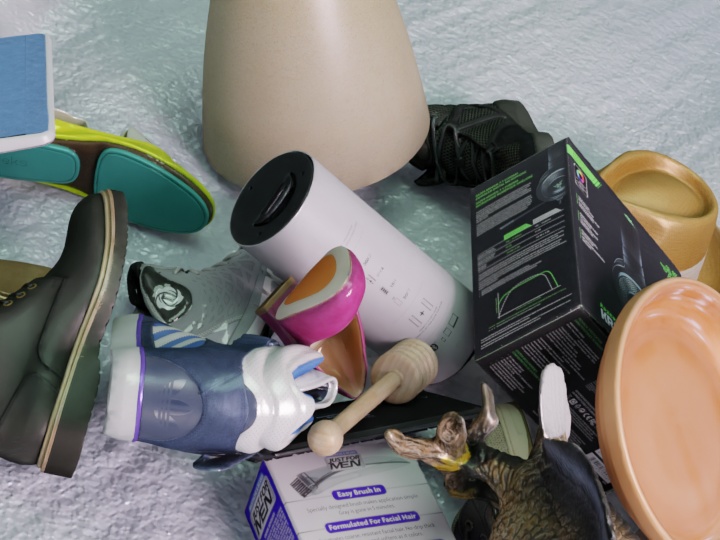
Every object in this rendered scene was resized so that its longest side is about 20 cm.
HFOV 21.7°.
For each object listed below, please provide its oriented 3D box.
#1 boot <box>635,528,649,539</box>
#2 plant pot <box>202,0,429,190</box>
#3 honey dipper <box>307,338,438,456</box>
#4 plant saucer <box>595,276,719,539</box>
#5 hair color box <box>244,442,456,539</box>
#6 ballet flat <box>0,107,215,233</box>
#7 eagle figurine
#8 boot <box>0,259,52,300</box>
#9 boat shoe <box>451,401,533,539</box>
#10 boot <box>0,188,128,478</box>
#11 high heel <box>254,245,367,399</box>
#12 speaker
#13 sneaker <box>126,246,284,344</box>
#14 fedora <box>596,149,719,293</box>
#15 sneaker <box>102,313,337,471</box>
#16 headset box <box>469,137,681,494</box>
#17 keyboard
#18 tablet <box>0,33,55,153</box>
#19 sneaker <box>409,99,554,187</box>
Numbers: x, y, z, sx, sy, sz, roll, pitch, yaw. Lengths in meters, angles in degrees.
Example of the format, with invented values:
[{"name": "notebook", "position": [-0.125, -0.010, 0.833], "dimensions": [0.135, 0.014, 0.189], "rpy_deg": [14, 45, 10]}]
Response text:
[{"name": "boot", "position": [0.242, 0.232, 1.289], "dimensions": [0.146, 0.070, 0.200], "rpy_deg": [34, 40, 22]}, {"name": "plant pot", "position": [-0.044, -0.192, 1.467], "dimensions": [0.186, 0.201, 0.188], "rpy_deg": [-4, 40, 3]}, {"name": "honey dipper", "position": [0.008, 0.085, 1.244], "dimensions": [0.038, 0.038, 0.200], "rpy_deg": [31, 18, 10]}, {"name": "plant saucer", "position": [0.220, 0.106, 1.276], "dimensions": [0.200, 0.037, 0.201], "rpy_deg": [17, 66, -44]}, {"name": "hair color box", "position": [0.012, 0.207, 1.207], "dimensions": [0.109, 0.065, 0.200], "rpy_deg": [-4, 48, -27]}, {"name": "ballet flat", "position": [-0.202, -0.087, 1.431], "dimensions": [0.199, 0.067, 0.067], "rpy_deg": [16, 39, -4]}, {"name": "eagle figurine", "position": [0.121, 0.169, 1.152], "dimensions": [0.200, 0.151, 0.151], "rpy_deg": [36, 37, 31]}, {"name": "boot", "position": [-0.309, 0.033, 1.253], "dimensions": [0.199, 0.066, 0.176], "rpy_deg": [16, 41, -9]}, {"name": "boat shoe", "position": [0.094, 0.175, 1.281], "dimensions": [0.066, 0.072, 0.201], "rpy_deg": [-7, 44, -1]}, {"name": "boot", "position": [-0.232, 0.024, 1.223], "dimensions": [0.138, 0.078, 0.201], "rpy_deg": [14, 58, -11]}, {"name": "high heel", "position": [-0.011, 0.044, 1.227], "dimensions": [0.096, 0.200, 0.067], "rpy_deg": [44, 70, -6]}, {"name": "speaker", "position": [0.000, 0.000, 1.340], "dimensions": [0.200, 0.081, 0.081], "rpy_deg": [38, 29, -35]}, {"name": "sneaker", "position": [-0.107, 0.003, 1.371], "dimensions": [0.115, 0.075, 0.200], "rpy_deg": [19, 39, 3]}, {"name": "fedora", "position": [0.231, -0.042, 1.559], "dimensions": [0.200, 0.082, 0.201], "rpy_deg": [12, 41, -11]}, {"name": "sneaker", "position": [-0.090, 0.077, 1.214], "dimensions": [0.146, 0.081, 0.200], "rpy_deg": [5, 3, -7]}, {"name": "headset box", "position": [0.165, 0.028, 1.386], "dimensions": [0.174, 0.093, 0.200], "rpy_deg": [46, 29, -31]}, {"name": "keyboard", "position": [-0.024, 0.104, 1.288], "dimensions": [0.199, 0.021, 0.127], "rpy_deg": [-6, 11, -39]}, {"name": "tablet", "position": [-0.296, -0.131, 1.414], "dimensions": [0.130, 0.014, 0.200], "rpy_deg": [-8, 29, -6]}, {"name": "sneaker", "position": [0.097, -0.087, 1.530], "dimensions": [0.114, 0.077, 0.200], "rpy_deg": [-5, 24, -9]}]
